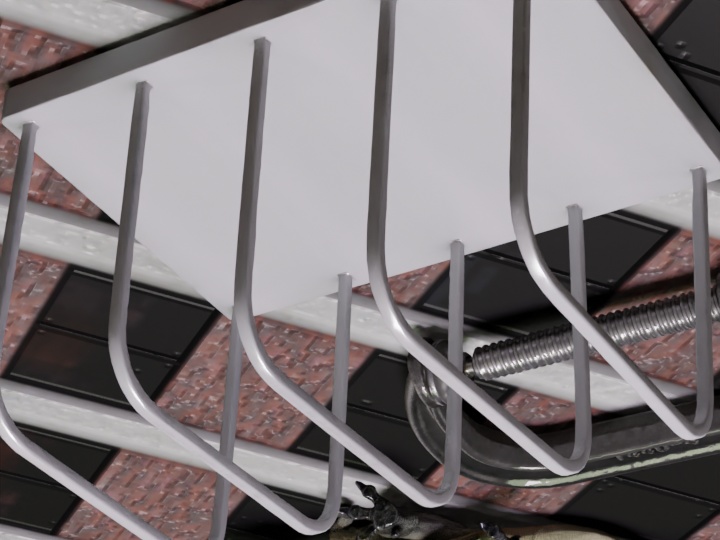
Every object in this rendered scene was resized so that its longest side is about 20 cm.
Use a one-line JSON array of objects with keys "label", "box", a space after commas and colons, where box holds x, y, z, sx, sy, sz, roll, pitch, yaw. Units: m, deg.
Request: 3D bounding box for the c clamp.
[{"label": "c clamp", "box": [0.098, 0.032, 0.847, 0.199, 0.027, 0.171, -19, 146, 28]}]

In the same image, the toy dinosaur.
[{"label": "toy dinosaur", "box": [0.034, 0.120, 0.962, 0.199, 0.048, 0.088, -2, 164, 4]}]

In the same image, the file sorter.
[{"label": "file sorter", "box": [0.000, 0.000, 0.712, 0.199, 0.125, 0.139, -17, 142, 27]}]
